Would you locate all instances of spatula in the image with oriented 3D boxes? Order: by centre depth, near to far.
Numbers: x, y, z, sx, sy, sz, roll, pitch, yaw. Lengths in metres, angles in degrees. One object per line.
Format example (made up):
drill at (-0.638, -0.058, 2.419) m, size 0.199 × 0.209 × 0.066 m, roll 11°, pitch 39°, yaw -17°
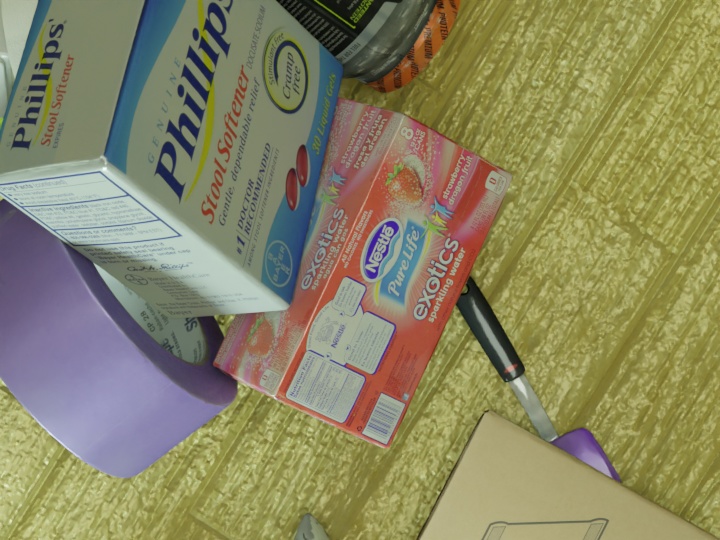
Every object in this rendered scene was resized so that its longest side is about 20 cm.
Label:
spatula at (0.118, 0.089, 1.582) m, size 0.056 × 0.021 × 0.201 m, roll -30°, pitch 92°, yaw 0°

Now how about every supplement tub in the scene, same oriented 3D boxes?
supplement tub at (-0.036, -0.211, 1.494) m, size 0.199 × 0.123 × 0.123 m, roll 33°, pitch 92°, yaw -25°

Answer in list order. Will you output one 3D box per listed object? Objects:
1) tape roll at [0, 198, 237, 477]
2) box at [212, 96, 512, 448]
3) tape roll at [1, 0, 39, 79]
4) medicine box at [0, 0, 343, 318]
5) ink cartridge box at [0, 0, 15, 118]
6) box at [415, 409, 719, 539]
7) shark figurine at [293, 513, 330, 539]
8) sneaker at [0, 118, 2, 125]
tape roll at (-0.175, 0.031, 1.480) m, size 0.085 × 0.200 × 0.200 m, roll -36°, pitch 93°, yaw 12°
box at (0.000, 0.000, 1.469) m, size 0.102 × 0.095 × 0.201 m, roll 26°, pitch 88°, yaw -33°
tape roll at (-0.162, -0.162, 1.483) m, size 0.037 × 0.202 × 0.204 m, roll -7°, pitch 93°, yaw 30°
medicine box at (-0.118, -0.094, 1.406) m, size 0.102 × 0.200 × 0.183 m, roll -4°, pitch 62°, yaw 33°
ink cartridge box at (-0.283, -0.212, 1.488) m, size 0.143 × 0.084 × 0.201 m, roll 8°, pitch 62°, yaw -2°
box at (0.135, 0.216, 1.556) m, size 0.199 × 0.021 × 0.164 m, roll 29°, pitch 84°, yaw -3°
shark figurine at (-0.066, 0.290, 1.550) m, size 0.089 × 0.215 × 0.128 m, roll -8°, pitch 127°, yaw 37°
sneaker at (-0.277, -0.141, 1.535) m, size 0.200 × 0.084 × 0.074 m, roll 44°, pitch 92°, yaw -2°
